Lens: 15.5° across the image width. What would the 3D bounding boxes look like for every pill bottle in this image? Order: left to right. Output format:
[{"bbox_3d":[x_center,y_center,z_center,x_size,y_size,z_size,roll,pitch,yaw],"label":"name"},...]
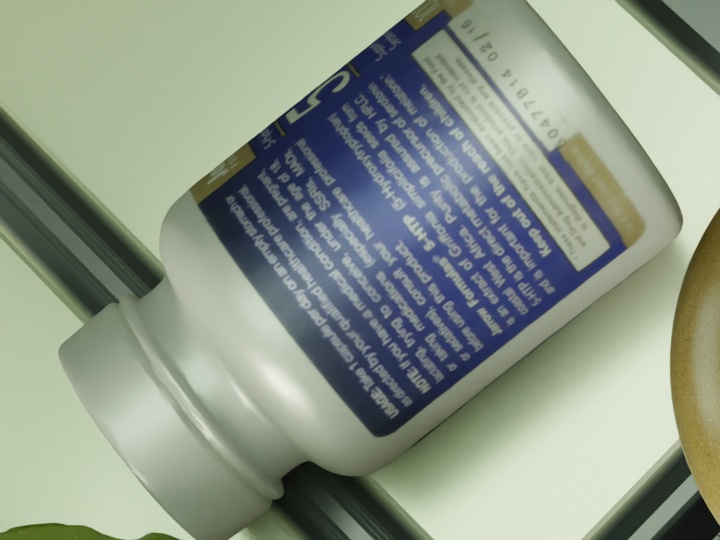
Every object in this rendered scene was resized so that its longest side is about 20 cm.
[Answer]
[{"bbox_3d":[0.000,0.000,0.913,0.200,0.120,0.120,-38,74,2],"label":"pill bottle"}]

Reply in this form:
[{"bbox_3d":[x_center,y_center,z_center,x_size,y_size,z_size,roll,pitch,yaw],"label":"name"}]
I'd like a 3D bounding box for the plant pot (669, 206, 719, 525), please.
[{"bbox_3d":[0.206,0.030,0.914,0.199,0.027,0.201,-2,78,11],"label":"plant pot"}]

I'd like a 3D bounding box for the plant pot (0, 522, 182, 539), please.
[{"bbox_3d":[-0.099,0.193,0.877,0.199,0.200,0.191,-13,64,9],"label":"plant pot"}]
